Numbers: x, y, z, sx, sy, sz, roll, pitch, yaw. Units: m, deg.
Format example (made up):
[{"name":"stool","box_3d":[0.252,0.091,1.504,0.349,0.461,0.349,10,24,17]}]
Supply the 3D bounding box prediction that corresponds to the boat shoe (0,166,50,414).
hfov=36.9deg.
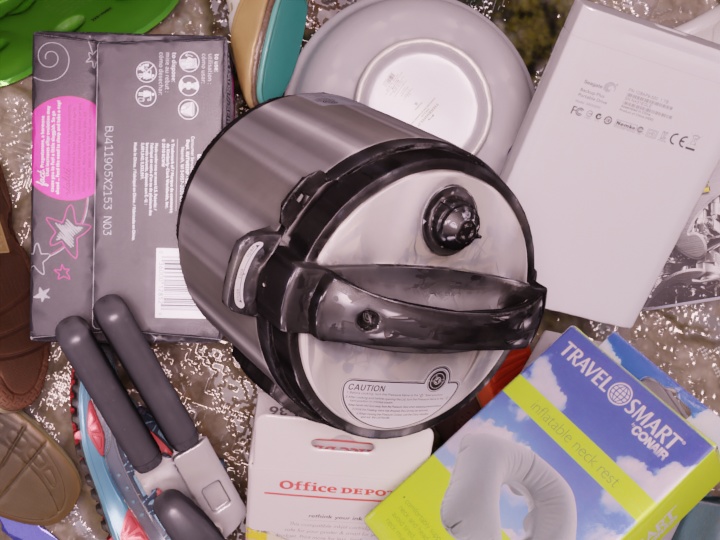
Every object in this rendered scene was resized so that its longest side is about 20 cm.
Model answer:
[{"name":"boat shoe","box_3d":[-0.276,0.007,0.761,0.074,0.075,0.204,-22,75,29]}]

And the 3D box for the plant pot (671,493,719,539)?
[{"name":"plant pot","box_3d":[0.287,0.258,0.744,0.194,0.196,0.202,2,81,-3]}]

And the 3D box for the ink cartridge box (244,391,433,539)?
[{"name":"ink cartridge box","box_3d":[-0.018,0.150,0.728,0.115,0.068,0.201,5,129,-4]}]

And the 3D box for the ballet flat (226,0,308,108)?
[{"name":"ballet flat","box_3d":[-0.063,-0.215,0.791,0.063,0.069,0.201,16,84,20]}]

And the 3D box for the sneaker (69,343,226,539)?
[{"name":"sneaker","box_3d":[-0.148,0.140,0.778,0.095,0.079,0.201,-18,99,-13]}]

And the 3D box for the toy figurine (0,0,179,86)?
[{"name":"toy figurine","box_3d":[-0.241,-0.253,0.761,0.199,0.150,0.185,-26,77,21]}]

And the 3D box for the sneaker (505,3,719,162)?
[{"name":"sneaker","box_3d":[0.187,-0.120,0.755,0.199,0.073,0.071,-24,62,0]}]

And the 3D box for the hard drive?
[{"name":"hard drive","box_3d":[0.161,-0.063,0.711,0.131,0.027,0.201,14,117,-14]}]

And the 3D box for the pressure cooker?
[{"name":"pressure cooker","box_3d":[0.000,-0.003,0.626,0.176,0.200,0.179,-37,126,-15]}]

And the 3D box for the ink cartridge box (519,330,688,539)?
[{"name":"ink cartridge box","box_3d":[0.139,0.165,0.728,0.145,0.084,0.201,48,67,-38]}]

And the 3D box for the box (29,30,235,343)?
[{"name":"box","box_3d":[-0.152,-0.054,0.751,0.131,0.115,0.202,1,92,-4]}]

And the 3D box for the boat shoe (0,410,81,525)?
[{"name":"boat shoe","box_3d":[-0.287,0.110,0.775,0.200,0.063,0.074,31,92,-8]}]

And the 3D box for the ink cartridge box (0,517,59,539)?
[{"name":"ink cartridge box","box_3d":[-0.317,0.248,0.775,0.199,0.041,0.200,38,87,-3]}]

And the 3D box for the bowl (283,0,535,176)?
[{"name":"bowl","box_3d":[0.041,-0.110,0.775,0.199,0.090,0.203,0,90,-4]}]

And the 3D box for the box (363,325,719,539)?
[{"name":"box","box_3d":[0.114,0.126,0.634,0.200,0.048,0.122,-42,51,-5]}]

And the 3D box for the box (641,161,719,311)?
[{"name":"box","box_3d":[0.244,-0.077,0.807,0.157,0.048,0.202,-8,90,-3]}]

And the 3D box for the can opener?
[{"name":"can opener","box_3d":[-0.127,0.112,0.694,0.053,0.067,0.201,-30,120,-12]}]

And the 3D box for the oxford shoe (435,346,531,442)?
[{"name":"oxford shoe","box_3d":[0.098,0.125,0.798,0.071,0.072,0.202,-24,106,-44]}]
